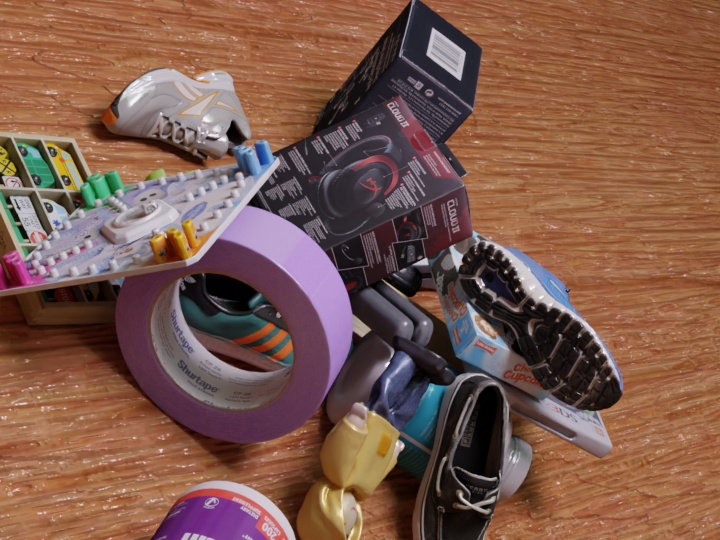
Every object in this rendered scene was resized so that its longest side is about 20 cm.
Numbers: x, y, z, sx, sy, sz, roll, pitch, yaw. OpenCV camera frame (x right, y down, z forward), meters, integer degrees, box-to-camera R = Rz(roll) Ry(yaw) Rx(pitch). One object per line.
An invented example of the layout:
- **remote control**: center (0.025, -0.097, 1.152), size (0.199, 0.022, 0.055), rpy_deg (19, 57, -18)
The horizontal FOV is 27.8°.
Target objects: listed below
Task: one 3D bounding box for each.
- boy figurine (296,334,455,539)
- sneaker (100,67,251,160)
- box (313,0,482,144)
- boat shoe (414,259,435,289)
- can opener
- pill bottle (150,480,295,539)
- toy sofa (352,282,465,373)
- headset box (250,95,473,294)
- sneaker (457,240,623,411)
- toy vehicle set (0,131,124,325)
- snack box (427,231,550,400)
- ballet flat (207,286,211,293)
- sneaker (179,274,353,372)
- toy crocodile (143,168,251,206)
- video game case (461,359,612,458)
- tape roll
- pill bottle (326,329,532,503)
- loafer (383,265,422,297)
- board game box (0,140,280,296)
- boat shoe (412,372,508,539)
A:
- **boy figurine**: center (0.007, 0.157, 1.295), size (0.064, 0.201, 0.125), rpy_deg (23, -18, 25)
- **sneaker**: center (-0.182, -0.157, 1.524), size (0.199, 0.076, 0.093), rpy_deg (-17, 71, -53)
- **box**: center (0.037, -0.183, 1.673), size (0.106, 0.200, 0.149), rpy_deg (33, 33, -14)
- **boat shoe**: center (0.073, -0.021, 1.653), size (0.199, 0.073, 0.066), rpy_deg (1, 56, -48)
- **can opener**: center (0.000, 0.000, 1.407), size (0.053, 0.068, 0.200), rpy_deg (1, 28, -42)
- **pill bottle**: center (-0.127, 0.256, 1.088), size (0.112, 0.113, 0.200), rpy_deg (40, 33, -6)
- **toy sofa**: center (0.043, 0.078, 1.519), size (0.199, 0.097, 0.083), rpy_deg (35, 57, -17)
- **headset box**: center (0.005, -0.070, 1.391), size (0.149, 0.198, 0.075), rpy_deg (57, -12, 40)
- **sneaker**: center (0.185, 0.046, 1.395), size (0.201, 0.079, 0.089), rpy_deg (51, 31, 18)
- **toy vehicle set**: center (-0.280, -0.040, 1.325), size (0.123, 0.027, 0.201), rpy_deg (-1, 54, -48)
- **snack box**: center (0.130, 0.033, 1.471), size (0.115, 0.037, 0.201), rpy_deg (27, 29, -28)
- **ballet flat**: center (-0.120, -0.009, 1.432), size (0.198, 0.072, 0.072), rpy_deg (14, 43, -39)
- **sneaker**: center (-0.086, 0.043, 1.378), size (0.198, 0.080, 0.072), rpy_deg (14, 43, -26)
- **toy crocodile**: center (-0.124, -0.068, 1.473), size (0.197, 0.062, 0.068), rpy_deg (7, 45, -18)
- **video game case**: center (0.167, 0.088, 1.508), size (0.181, 0.023, 0.201), rpy_deg (29, 27, -28)
- **tape roll**: center (-0.109, 0.047, 1.257), size (0.200, 0.200, 0.066), rpy_deg (41, 32, -4)
- **pill bottle**: center (0.072, 0.149, 1.429), size (0.199, 0.111, 0.111), rpy_deg (35, 34, -16)
- **loafer**: center (-0.010, -0.048, 1.552), size (0.200, 0.068, 0.071), rpy_deg (37, 73, 13)
- **board game box**: center (-0.191, -0.048, 1.240), size (0.200, 0.198, 0.026), rpy_deg (-58, 134, -56)
- **boat shoe**: center (0.095, 0.197, 1.347), size (0.070, 0.203, 0.064), rpy_deg (7, 1, -17)
